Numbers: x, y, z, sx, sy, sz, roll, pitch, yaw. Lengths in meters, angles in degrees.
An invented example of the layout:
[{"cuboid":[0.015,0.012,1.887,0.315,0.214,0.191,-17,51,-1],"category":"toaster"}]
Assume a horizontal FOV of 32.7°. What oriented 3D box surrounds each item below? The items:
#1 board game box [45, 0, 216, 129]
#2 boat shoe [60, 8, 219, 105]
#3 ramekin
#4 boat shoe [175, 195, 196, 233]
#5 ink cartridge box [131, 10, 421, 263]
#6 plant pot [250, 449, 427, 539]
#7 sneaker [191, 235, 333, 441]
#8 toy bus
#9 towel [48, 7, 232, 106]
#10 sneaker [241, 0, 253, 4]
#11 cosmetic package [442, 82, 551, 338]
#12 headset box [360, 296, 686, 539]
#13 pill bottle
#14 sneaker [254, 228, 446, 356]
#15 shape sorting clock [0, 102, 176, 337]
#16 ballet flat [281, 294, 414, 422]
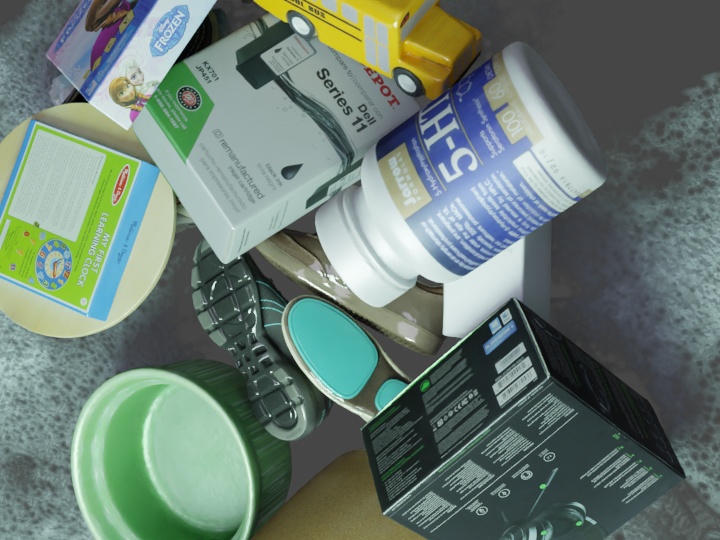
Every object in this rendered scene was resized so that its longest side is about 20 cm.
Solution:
[{"cuboid":[-0.167,-0.227,0.988,0.041,0.199,0.201,34,92,-30],"category":"board game box"},{"cuboid":[-0.205,-0.161,1.089,0.200,0.065,0.073,-44,80,20],"category":"boat shoe"},{"cuboid":[-0.159,0.179,1.132,0.197,0.097,0.204,4,100,25],"category":"ramekin"},{"cuboid":[-0.177,-0.069,1.093,0.197,0.076,0.073,-11,89,15],"category":"boat shoe"},{"cuboid":[-0.069,-0.125,1.020,0.199,0.083,0.147,-34,81,-21],"category":"ink cartridge box"},{"cuboid":[-0.037,0.276,1.013,0.185,0.199,0.189,20,121,38],"category":"plant pot"},{"cuboid":[-0.087,0.055,1.109,0.075,0.079,0.202,-28,85,33],"category":"sneaker"},{"cuboid":[-0.001,-0.213,0.966,0.198,0.079,0.065,31,65,20],"category":"toy bus"},{"cuboid":[-0.186,-0.129,1.147,0.197,0.048,0.174,-18,92,23],"category":"towel"},{"cuboid":[-0.053,-0.319,1.062,0.199,0.075,0.091,-36,84,29],"category":"sneaker"},{"cuboid":[0.113,-0.049,1.005,0.073,0.101,0.204,4,96,22],"category":"cosmetic package"},{"cuboid":[0.132,0.147,0.972,0.174,0.199,0.093,-42,35,20],"category":"headset box"},{"cuboid":[0.069,-0.063,0.903,0.199,0.119,0.121,-35,83,20],"category":"pill bottle"},{"cuboid":[0.000,0.000,1.084,0.198,0.071,0.076,30,81,18],"category":"sneaker"},{"cuboid":[-0.248,-0.044,1.060,0.197,0.039,0.204,-3,81,20],"category":"shape sorting clock"},{"cuboid":[0.007,0.102,1.076,0.200,0.069,0.070,42,109,3],"category":"ballet flat"}]
